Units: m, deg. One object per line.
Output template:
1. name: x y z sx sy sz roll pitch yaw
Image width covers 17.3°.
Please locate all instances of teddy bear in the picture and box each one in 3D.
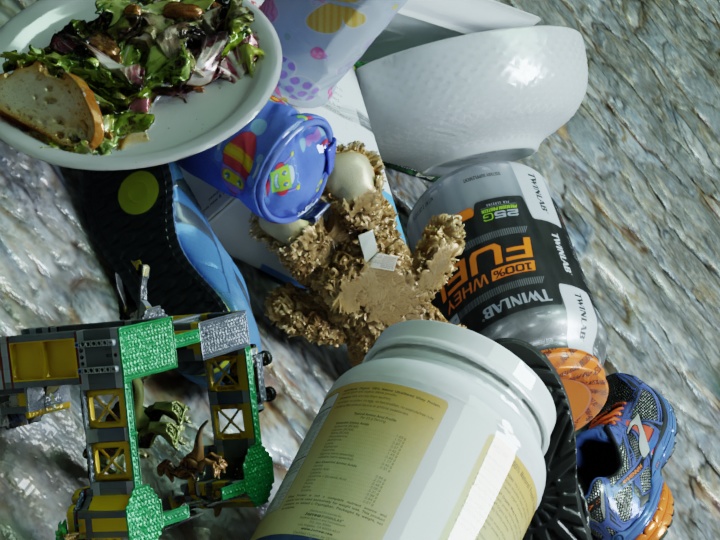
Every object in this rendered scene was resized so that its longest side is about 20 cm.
1. teddy bear: 0.000 0.000 1.635 0.200 0.145 0.067 38 -1 -33

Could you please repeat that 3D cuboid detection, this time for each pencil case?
1. pencil case: -0.099 -0.106 1.573 0.200 0.078 0.087 34 38 32
2. pencil case: -0.004 -0.201 1.622 0.083 0.200 0.091 37 34 -6

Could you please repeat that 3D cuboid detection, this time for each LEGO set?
1. LEGO set: -0.142 0.087 1.348 0.200 0.115 0.155 -29 112 -61

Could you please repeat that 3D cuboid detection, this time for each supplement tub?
1. supplement tub: 0.115 0.025 1.815 0.122 0.122 0.201 27 34 -43
2. supplement tub: 0.023 0.143 1.393 0.144 0.144 0.200 43 56 -20

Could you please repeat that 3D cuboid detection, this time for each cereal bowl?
1. cereal bowl: 0.083 -0.124 1.843 0.200 0.199 0.084 0 78 -60

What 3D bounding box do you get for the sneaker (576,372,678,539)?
1. sneaker: 0.202 0.141 1.875 0.078 0.075 0.200 39 26 -20

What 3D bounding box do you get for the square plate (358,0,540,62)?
1. square plate: 0.001 -0.194 1.815 0.197 0.200 0.029 12 80 -39

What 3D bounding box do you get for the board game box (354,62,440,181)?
1. board game box: -0.005 -0.134 1.940 0.200 0.023 0.105 13 43 -54

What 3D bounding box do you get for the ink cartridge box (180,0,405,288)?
1. ink cartridge box: -0.063 -0.096 1.711 0.145 0.084 0.201 26 36 -40

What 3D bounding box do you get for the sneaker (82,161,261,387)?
1. sneaker: -0.119 -0.008 1.534 0.201 0.066 0.078 63 13 23

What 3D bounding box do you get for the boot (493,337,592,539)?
1. boot: 0.112 0.133 1.631 0.158 0.079 0.212 -83 162 -76

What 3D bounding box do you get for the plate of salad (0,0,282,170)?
1. plate of salad: -0.150 -0.137 1.518 0.201 0.199 0.048 -98 -178 -47
